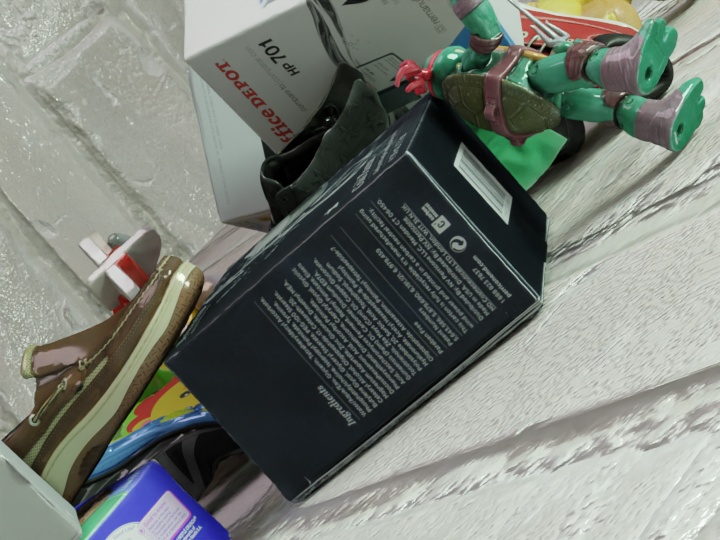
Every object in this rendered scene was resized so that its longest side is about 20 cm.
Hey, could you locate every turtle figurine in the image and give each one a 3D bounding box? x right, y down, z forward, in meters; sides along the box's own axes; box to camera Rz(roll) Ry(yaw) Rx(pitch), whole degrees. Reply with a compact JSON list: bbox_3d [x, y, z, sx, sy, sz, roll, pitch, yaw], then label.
[{"bbox_3d":[0.106,-0.127,1.069,0.149,0.199,0.102,18,-91,-55],"label":"turtle figurine"}]

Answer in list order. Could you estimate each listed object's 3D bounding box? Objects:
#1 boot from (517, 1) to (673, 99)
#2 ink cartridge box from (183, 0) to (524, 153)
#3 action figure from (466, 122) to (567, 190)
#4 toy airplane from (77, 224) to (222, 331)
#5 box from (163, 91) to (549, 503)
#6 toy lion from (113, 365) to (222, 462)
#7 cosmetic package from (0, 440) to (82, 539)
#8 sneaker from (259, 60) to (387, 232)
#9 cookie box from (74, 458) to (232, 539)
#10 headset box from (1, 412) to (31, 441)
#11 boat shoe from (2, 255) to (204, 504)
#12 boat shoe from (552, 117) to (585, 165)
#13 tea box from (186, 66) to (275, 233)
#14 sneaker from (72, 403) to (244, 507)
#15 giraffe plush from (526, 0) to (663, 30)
[{"bbox_3d":[0.122,-0.156,1.258,0.198,0.073,0.144,3,14,-1],"label":"boot"},{"bbox_3d":[-0.004,-0.173,1.210,0.199,0.146,0.086,-23,50,22],"label":"ink cartridge box"},{"bbox_3d":[0.052,-0.031,1.232,0.118,0.055,0.201,34,88,40],"label":"action figure"},{"bbox_3d":[-0.174,0.035,1.558,0.140,0.201,0.199,-27,0,-23],"label":"toy airplane"},{"bbox_3d":[0.005,0.010,1.075,0.196,0.124,0.200,-42,7,16],"label":"box"},{"bbox_3d":[-0.126,0.096,1.336,0.199,0.069,0.192,-14,24,28],"label":"toy lion"},{"bbox_3d":[-0.263,0.179,0.980,0.200,0.107,0.090,-45,11,-10],"label":"cosmetic package"},{"bbox_3d":[-0.043,-0.041,1.206,0.200,0.104,0.060,-44,35,10],"label":"sneaker"},{"bbox_3d":[-0.194,0.220,1.059,0.200,0.075,0.171,-34,12,49],"label":"cookie box"},{"bbox_3d":[-0.324,0.203,1.750,0.174,0.093,0.200,-42,7,-9],"label":"headset box"},{"bbox_3d":[-0.172,0.068,1.047,0.203,0.075,0.075,-56,2,12],"label":"boat shoe"},{"bbox_3d":[0.127,-0.110,1.353,0.066,0.071,0.200,-6,2,-9],"label":"boat shoe"},{"bbox_3d":[-0.017,-0.119,1.453,0.195,0.135,0.200,-13,-4,9],"label":"tea box"},{"bbox_3d":[-0.135,0.147,1.203,0.198,0.083,0.071,-26,1,1],"label":"sneaker"},{"bbox_3d":[0.185,-0.223,1.435,0.199,0.172,0.163,-19,42,44],"label":"giraffe plush"}]
